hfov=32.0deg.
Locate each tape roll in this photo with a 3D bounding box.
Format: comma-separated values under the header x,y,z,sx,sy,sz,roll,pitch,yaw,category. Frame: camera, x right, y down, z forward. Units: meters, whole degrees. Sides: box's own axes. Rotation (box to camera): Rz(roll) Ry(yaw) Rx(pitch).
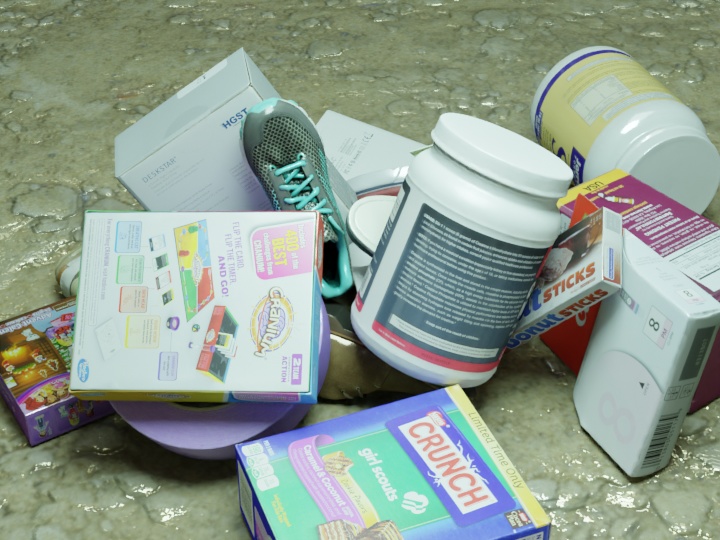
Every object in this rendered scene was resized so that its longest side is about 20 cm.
x,y,z,sx,sy,sz,roll,pitch,yaw,category
-0.126,0.057,1.070,0.197,0.066,0.203,-1,73,4,tape roll

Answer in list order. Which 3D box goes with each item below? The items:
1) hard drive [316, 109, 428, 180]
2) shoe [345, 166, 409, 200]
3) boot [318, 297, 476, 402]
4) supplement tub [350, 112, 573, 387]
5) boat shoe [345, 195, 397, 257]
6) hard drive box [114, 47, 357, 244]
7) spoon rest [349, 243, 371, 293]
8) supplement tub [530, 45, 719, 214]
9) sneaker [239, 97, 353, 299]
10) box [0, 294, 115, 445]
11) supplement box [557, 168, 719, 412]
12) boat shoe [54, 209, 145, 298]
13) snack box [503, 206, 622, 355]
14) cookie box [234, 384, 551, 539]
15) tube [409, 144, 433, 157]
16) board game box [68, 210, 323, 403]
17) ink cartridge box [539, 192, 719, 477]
x,y,z,sx,sy,sz,roll,pitch,yaw,category
0.031,-0.107,1.386,0.198,0.026,0.132,21,39,8,hard drive
0.080,-0.056,1.281,0.197,0.092,0.071,-5,-8,-2,shoe
0.008,0.088,1.128,0.198,0.076,0.074,24,12,12,boot
0.086,-0.016,1.069,0.139,0.202,0.141,20,19,-7,supplement tub
0.064,-0.014,1.202,0.198,0.062,0.074,17,67,-27,boat shoe
-0.112,-0.081,1.194,0.155,0.200,0.077,-31,35,11,hard drive box
0.000,0.000,1.244,0.098,0.061,0.201,-7,37,-9,spoon rest
0.286,-0.140,1.362,0.143,0.147,0.201,-11,37,-15,supplement tub
-0.046,-0.059,1.116,0.077,0.202,0.091,-26,35,-7,sneaker
-0.239,0.072,1.163,0.198,0.039,0.137,-21,42,-27,box
0.270,0.013,1.165,0.102,0.132,0.200,-23,43,-30,supplement box
-0.218,-0.032,1.272,0.199,0.075,0.068,-30,44,-28,boat shoe
0.158,0.019,1.107,0.024,0.200,0.073,20,58,-24,snack box
0.022,0.189,0.971,0.197,0.076,0.172,-13,37,-18,cookie box
0.133,-0.073,1.186,0.058,0.199,0.052,-47,43,8,tube
-0.131,0.029,1.023,0.197,0.040,0.155,1,74,5,board game box
0.212,0.051,1.085,0.056,0.164,0.200,-9,36,-32,ink cartridge box
